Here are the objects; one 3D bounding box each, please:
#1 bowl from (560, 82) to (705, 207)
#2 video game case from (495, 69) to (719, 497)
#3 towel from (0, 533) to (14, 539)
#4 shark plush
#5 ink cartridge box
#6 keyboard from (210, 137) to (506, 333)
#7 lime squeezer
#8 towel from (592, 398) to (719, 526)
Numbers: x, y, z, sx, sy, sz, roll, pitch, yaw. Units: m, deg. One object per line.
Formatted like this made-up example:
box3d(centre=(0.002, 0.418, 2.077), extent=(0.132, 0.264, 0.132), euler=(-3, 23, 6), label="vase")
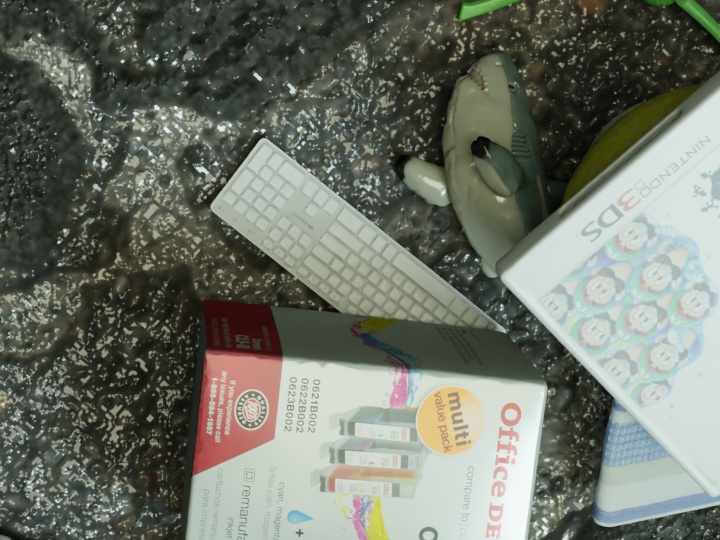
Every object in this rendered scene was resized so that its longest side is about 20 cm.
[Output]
box3d(centre=(0.194, -0.041, 1.159), extent=(0.199, 0.108, 0.201), euler=(-15, 132, -17), label="bowl")
box3d(centre=(0.206, 0.008, 1.074), extent=(0.182, 0.024, 0.200), euler=(-41, 111, 12), label="video game case")
box3d(centre=(-0.245, 0.261, 1.160), extent=(0.165, 0.086, 0.201), euler=(23, 93, -9), label="towel")
box3d(centre=(0.115, -0.035, 1.185), extent=(0.083, 0.091, 0.200), euler=(-42, 97, -32), label="shark plush")
box3d(centre=(-0.002, 0.109, 1.138), extent=(0.199, 0.145, 0.146), euler=(5, 99, -7), label="ink cartridge box")
box3d(centre=(0.000, 0.000, 1.199), extent=(0.200, 0.011, 0.056), euler=(38, 91, -11), label="keyboard")
box3d(centre=(0.165, -0.168, 1.188), extent=(0.199, 0.038, 0.071), euler=(11, 95, -10), label="lime squeezer")
box3d(centre=(0.217, 0.070, 1.174), extent=(0.146, 0.024, 0.201), euler=(-11, 129, -17), label="towel")
